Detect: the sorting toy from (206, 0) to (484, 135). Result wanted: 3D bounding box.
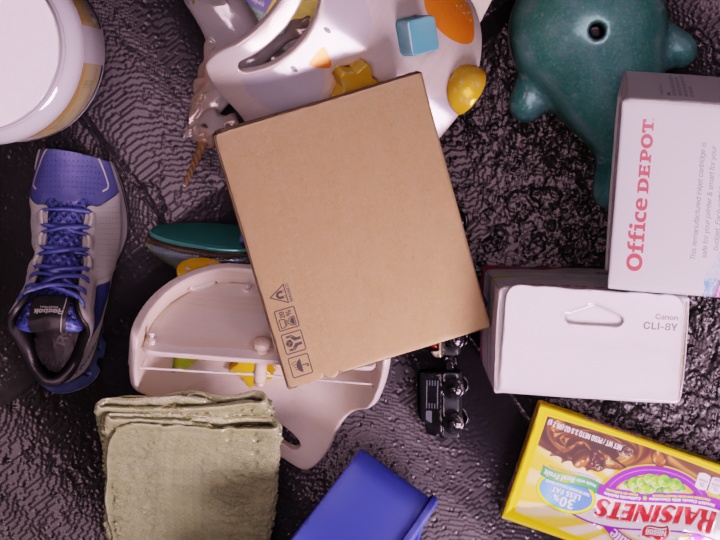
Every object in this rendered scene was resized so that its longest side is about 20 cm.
[{"bbox_3d":[-0.020,-0.156,1.608,0.180,0.107,0.200,33,103,-37],"label":"sorting toy"}]

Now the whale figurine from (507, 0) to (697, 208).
[{"bbox_3d":[0.194,-0.152,1.677,0.158,0.104,0.202,-17,93,1],"label":"whale figurine"}]

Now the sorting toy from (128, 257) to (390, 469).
[{"bbox_3d":[-0.087,0.091,1.686,0.198,0.107,0.181,4,130,-6],"label":"sorting toy"}]

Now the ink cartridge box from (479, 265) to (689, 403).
[{"bbox_3d":[0.168,0.046,1.645,0.144,0.200,0.084,3,95,0],"label":"ink cartridge box"}]

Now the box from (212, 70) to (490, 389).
[{"bbox_3d":[-0.005,-0.029,1.575,0.162,0.021,0.202,-17,100,-2],"label":"box"}]

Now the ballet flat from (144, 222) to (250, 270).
[{"bbox_3d":[-0.075,-0.002,1.712,0.198,0.074,0.075,0,94,3],"label":"ballet flat"}]

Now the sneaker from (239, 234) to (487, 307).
[{"bbox_3d":[0.000,0.000,1.634,0.199,0.066,0.079,29,76,4],"label":"sneaker"}]

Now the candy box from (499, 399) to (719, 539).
[{"bbox_3d":[0.224,0.187,1.743,0.198,0.026,0.103,18,97,-1],"label":"candy box"}]

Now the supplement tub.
[{"bbox_3d":[-0.277,-0.170,1.630,0.143,0.200,0.146,0,94,0],"label":"supplement tub"}]

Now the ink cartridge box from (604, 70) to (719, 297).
[{"bbox_3d":[0.285,-0.064,1.579,0.198,0.145,0.147,5,104,5],"label":"ink cartridge box"}]

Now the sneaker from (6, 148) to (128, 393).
[{"bbox_3d":[-0.233,0.006,1.686,0.080,0.115,0.201,5,94,-1],"label":"sneaker"}]

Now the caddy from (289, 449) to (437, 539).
[{"bbox_3d":[-0.012,0.240,1.669,0.105,0.200,0.142,38,134,2],"label":"caddy"}]

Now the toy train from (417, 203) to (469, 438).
[{"bbox_3d":[0.065,0.037,1.730,0.045,0.034,0.202,1,95,13],"label":"toy train"}]

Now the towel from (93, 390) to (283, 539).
[{"bbox_3d":[-0.135,0.162,1.682,0.147,0.037,0.201,2,138,-1],"label":"towel"}]

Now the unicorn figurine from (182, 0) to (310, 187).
[{"bbox_3d":[-0.096,-0.185,1.675,0.136,0.074,0.202,-18,89,22],"label":"unicorn figurine"}]

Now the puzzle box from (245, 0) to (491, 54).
[{"bbox_3d":[-0.005,-0.218,1.712,0.199,0.025,0.134,29,95,-2],"label":"puzzle box"}]
